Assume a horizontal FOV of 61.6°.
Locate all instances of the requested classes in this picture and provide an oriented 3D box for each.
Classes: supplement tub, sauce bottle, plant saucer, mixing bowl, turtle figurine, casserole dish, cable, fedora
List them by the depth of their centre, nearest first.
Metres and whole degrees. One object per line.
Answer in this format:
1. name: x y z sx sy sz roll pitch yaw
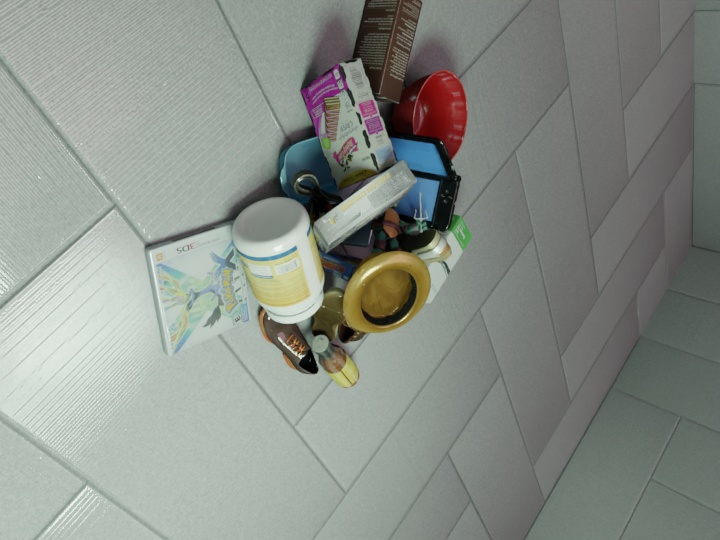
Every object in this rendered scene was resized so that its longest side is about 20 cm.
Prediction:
1. supplement tub: -0.146 -0.016 1.121 0.144 0.143 0.203 -41 139 -28
2. cable: -0.075 -0.130 1.154 0.095 0.051 0.201 -24 160 -6
3. fedora: 0.043 0.030 1.173 0.196 0.082 0.204 -12 131 -14
4. casserole dish: -0.090 -0.206 1.196 0.198 0.038 0.124 -28 124 -38
5. turtle figurine: 0.066 -0.096 1.267 0.146 0.100 0.205 13 70 -22
6. plant saucer: -0.040 -0.090 1.312 0.198 0.019 0.072 4 102 -49
7. mixing bowl: 0.140 -0.339 1.338 0.198 0.107 0.205 -19 116 -43
8. sauce bottle: -0.056 0.201 1.346 0.067 0.065 0.201 -53 149 -17

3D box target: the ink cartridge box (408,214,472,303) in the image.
1. ink cartridge box: 0.151 -0.041 1.441 0.202 0.145 0.083 -56 135 -16

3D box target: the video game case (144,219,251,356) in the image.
1. video game case: -0.285 0.030 1.089 0.180 0.022 0.205 -24 122 -40

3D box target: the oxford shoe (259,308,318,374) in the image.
1. oxford shoe: -0.141 0.144 1.251 0.072 0.072 0.201 -49 135 -20

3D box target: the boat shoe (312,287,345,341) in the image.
1. boat shoe: -0.061 0.080 1.265 0.201 0.070 0.066 108 -1 -59

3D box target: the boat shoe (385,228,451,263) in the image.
1. boat shoe: 0.122 -0.040 1.347 0.068 0.199 0.076 38 70 -24

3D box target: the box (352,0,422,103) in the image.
1. box: 0.047 -0.446 1.204 0.074 0.099 0.205 8 100 -47

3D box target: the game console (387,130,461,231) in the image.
1. game console: 0.100 -0.191 1.280 0.115 0.197 0.180 3 102 -51

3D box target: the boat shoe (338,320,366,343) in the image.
1. boat shoe: -0.010 0.105 1.334 0.069 0.071 0.202 -24 152 -21

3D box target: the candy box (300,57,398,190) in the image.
1. candy box: -0.023 -0.267 1.122 0.060 0.135 0.204 -27 99 -36

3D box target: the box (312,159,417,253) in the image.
1. box: 0.002 -0.114 1.123 0.198 0.158 0.049 -36 89 -6

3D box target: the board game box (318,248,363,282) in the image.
1. board game box: 0.000 0.000 1.301 0.198 0.134 0.035 13 99 -48
